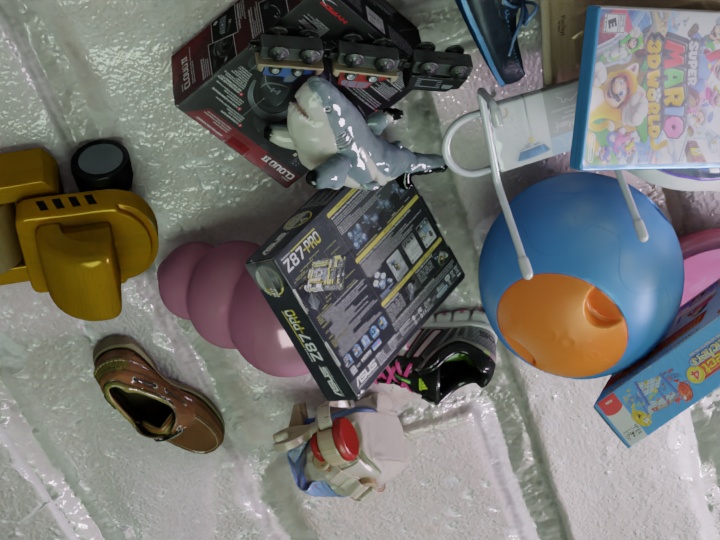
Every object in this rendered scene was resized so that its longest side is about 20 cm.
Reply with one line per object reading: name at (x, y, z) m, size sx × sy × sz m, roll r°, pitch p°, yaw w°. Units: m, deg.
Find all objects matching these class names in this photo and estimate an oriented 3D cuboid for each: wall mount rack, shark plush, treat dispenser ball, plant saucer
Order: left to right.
shark plush at (0.012, -0.109, 1.597) m, size 0.199 × 0.091 × 0.083 m, roll 20°, pitch 110°, yaw -33°
wall mount rack at (0.181, -0.098, 1.644) m, size 0.199 × 0.075 × 0.174 m, roll -17°, pitch 117°, yaw -6°
treat dispenser ball at (0.214, 0.005, 1.759) m, size 0.200 × 0.201 × 0.201 m, roll -5°, pitch 135°, yaw -5°
plant saucer at (0.371, 0.026, 1.912) m, size 0.199 × 0.051 × 0.201 m, roll -5°, pitch 134°, yaw -5°

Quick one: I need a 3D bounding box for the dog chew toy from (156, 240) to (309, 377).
dog chew toy at (-0.112, 0.028, 1.758) m, size 0.199 × 0.125 × 0.125 m, roll 17°, pitch 141°, yaw 26°

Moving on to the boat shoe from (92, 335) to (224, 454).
boat shoe at (-0.215, 0.152, 1.918) m, size 0.072 × 0.068 × 0.200 m, roll -33°, pitch 132°, yaw 19°

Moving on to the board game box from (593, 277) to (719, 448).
board game box at (0.340, 0.069, 1.782) m, size 0.200 × 0.196 × 0.056 m, roll -39°, pitch 91°, yaw 26°

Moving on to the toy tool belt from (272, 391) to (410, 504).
toy tool belt at (-0.034, 0.197, 1.937) m, size 0.122 × 0.125 × 0.200 m, roll -20°, pitch 169°, yaw 19°

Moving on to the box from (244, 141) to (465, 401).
box at (0.000, 0.000, 1.693) m, size 0.049 × 0.200 × 0.162 m, roll -7°, pitch 121°, yaw 45°

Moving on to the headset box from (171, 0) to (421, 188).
headset box at (-0.062, -0.177, 1.620) m, size 0.200 × 0.077 × 0.149 m, roll -36°, pitch 129°, yaw 24°

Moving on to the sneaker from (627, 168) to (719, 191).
sneaker at (0.350, -0.151, 1.725) m, size 0.199 × 0.081 × 0.147 m, roll 9°, pitch 123°, yaw -14°

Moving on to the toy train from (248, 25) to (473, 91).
toy train at (-0.001, -0.179, 1.556) m, size 0.199 × 0.034 × 0.046 m, roll 4°, pitch 144°, yaw -16°

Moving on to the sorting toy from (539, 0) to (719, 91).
sorting toy at (0.252, -0.246, 1.625) m, size 0.199 × 0.037 × 0.186 m, roll -17°, pitch 141°, yaw -6°

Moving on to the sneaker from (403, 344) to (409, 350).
sneaker at (-0.012, 0.013, 1.811) m, size 0.088 × 0.082 × 0.201 m, roll -12°, pitch 130°, yaw 6°

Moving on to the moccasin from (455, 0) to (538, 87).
moccasin at (0.118, -0.245, 1.584) m, size 0.068 × 0.081 × 0.200 m, roll -25°, pitch 136°, yaw 2°

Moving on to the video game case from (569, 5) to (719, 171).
video game case at (0.275, -0.162, 1.615) m, size 0.199 × 0.018 × 0.144 m, roll -3°, pitch 104°, yaw -34°

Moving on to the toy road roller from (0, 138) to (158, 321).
toy road roller at (-0.288, -0.026, 1.678) m, size 0.199 × 0.146 × 0.123 m, roll -7°, pitch 134°, yaw -3°

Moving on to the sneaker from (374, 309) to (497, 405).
sneaker at (0.054, 0.099, 1.901) m, size 0.199 × 0.088 × 0.074 m, roll -8°, pitch 135°, yaw -2°
